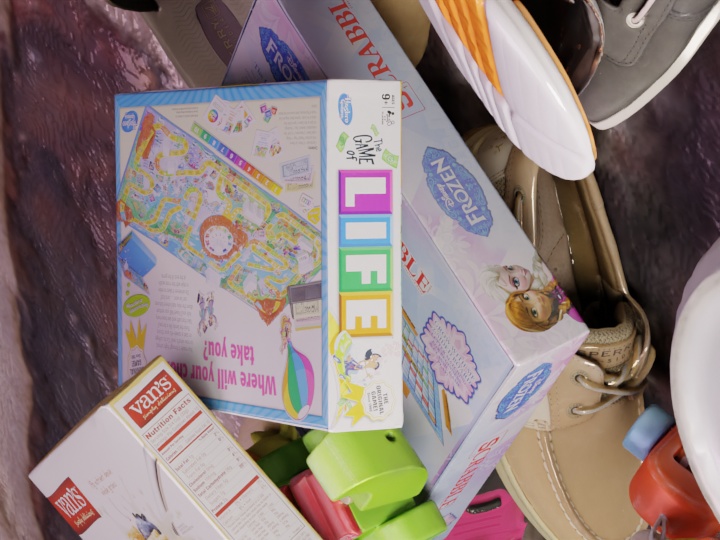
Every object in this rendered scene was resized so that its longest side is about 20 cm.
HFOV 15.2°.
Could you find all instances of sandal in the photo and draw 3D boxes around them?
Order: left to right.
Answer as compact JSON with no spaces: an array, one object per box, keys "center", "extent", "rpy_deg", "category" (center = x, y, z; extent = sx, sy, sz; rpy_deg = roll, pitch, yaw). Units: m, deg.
[{"center":[-0.092,-0.146,1.237],"extent":[0.080,0.057,0.201],"rpy_deg":[-30,110,26],"category":"sandal"},{"center":[0.043,-0.127,0.998],"extent":[0.207,0.059,0.079],"rpy_deg":[57,170,28],"category":"sandal"}]

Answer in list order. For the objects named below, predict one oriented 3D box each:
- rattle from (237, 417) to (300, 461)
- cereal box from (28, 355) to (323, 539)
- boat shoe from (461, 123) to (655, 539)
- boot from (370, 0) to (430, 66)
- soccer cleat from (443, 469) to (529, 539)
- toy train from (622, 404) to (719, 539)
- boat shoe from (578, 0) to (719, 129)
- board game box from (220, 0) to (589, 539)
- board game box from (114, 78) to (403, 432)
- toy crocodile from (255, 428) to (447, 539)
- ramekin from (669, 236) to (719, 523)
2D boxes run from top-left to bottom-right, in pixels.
[{"center":[-0.050,0.158,1.402],"extent":[0.130,0.143,0.200],"rpy_deg":[36,139,4],"category":"rattle"},{"center":[-0.052,0.137,1.157],"extent":[0.200,0.040,0.144],"rpy_deg":[48,154,-1],"category":"cereal box"},{"center":[0.089,0.035,1.159],"extent":[0.064,0.071,0.201],"rpy_deg":[3,116,56],"category":"boat shoe"},{"center":[0.027,-0.155,1.111],"extent":[0.175,0.066,0.201],"rpy_deg":[49,149,29],"category":"boot"},{"center":[0.038,0.056,1.267],"extent":[0.086,0.069,0.201],"rpy_deg":[-134,33,-52],"category":"soccer cleat"},{"center":[0.175,0.124,1.065],"extent":[0.200,0.150,0.056],"rpy_deg":[40,126,17],"category":"toy train"},{"center":[0.119,-0.124,0.982],"extent":[0.057,0.067,0.200],"rpy_deg":[30,142,-11],"category":"boat shoe"},{"center":[0.000,0.000,1.168],"extent":[0.201,0.041,0.200],"rpy_deg":[57,151,17],"category":"board game box"},{"center":[-0.046,-0.009,1.117],"extent":[0.200,0.034,0.136],"rpy_deg":[5,95,61],"category":"board game box"},{"center":[-0.019,0.105,1.170],"extent":[0.068,0.061,0.200],"rpy_deg":[63,152,6],"category":"toy crocodile"},{"center":[0.203,0.046,0.971],"extent":[0.200,0.105,0.201],"rpy_deg":[35,140,35],"category":"ramekin"}]
